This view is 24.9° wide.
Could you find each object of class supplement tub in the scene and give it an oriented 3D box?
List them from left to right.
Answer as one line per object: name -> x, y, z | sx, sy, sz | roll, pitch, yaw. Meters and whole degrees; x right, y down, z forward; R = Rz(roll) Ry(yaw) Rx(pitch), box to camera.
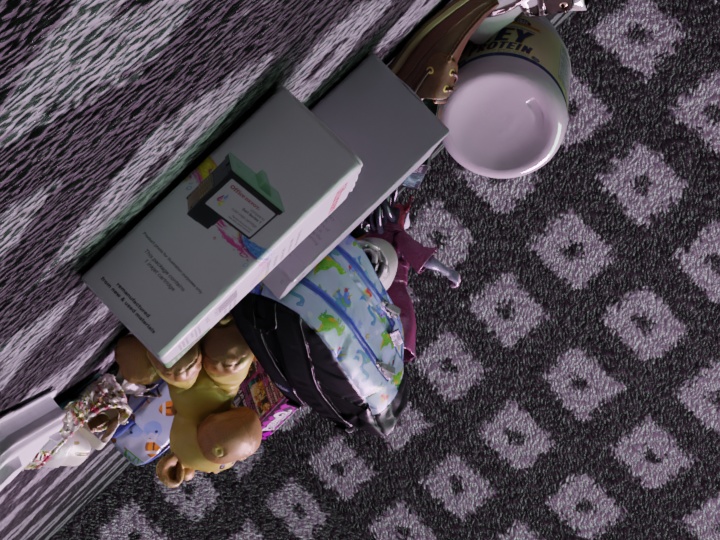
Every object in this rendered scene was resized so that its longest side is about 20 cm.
supplement tub -> 0.165, -0.208, 1.847 | 0.145, 0.145, 0.200 | -45, -165, 28

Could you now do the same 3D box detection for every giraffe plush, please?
giraffe plush -> -0.160, 0.134, 1.665 | 0.172, 0.163, 0.200 | -10, -175, -20

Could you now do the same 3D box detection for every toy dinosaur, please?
toy dinosaur -> -0.256, 0.120, 1.837 | 0.200, 0.048, 0.088 | -45, 164, 35

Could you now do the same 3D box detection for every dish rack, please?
dish rack -> -0.340, 0.189, 1.459 | 0.172, 0.044, 0.200 | -46, 179, 9

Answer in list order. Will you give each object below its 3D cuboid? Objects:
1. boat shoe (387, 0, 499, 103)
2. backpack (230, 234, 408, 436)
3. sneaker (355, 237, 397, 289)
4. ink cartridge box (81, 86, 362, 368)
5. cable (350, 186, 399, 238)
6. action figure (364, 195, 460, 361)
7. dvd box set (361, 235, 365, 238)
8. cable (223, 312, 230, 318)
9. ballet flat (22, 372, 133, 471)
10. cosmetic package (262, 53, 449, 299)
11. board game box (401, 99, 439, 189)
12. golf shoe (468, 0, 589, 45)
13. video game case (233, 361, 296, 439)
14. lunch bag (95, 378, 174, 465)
boat shoe -> 0.064, -0.191, 1.567 | 0.200, 0.068, 0.072 | -45, 179, 8
backpack -> -0.043, 0.046, 1.509 | 0.154, 0.163, 0.200 | -60, 143, -8
sneaker -> 0.000, 0.000, 1.688 | 0.081, 0.075, 0.200 | -32, 178, 27
ink cartridge box -> -0.100, -0.028, 1.198 | 0.200, 0.084, 0.145 | -44, 179, -8
cable -> 0.023, -0.118, 1.710 | 0.200, 0.051, 0.164 | 144, -36, -76
action figure -> 0.021, 0.008, 1.835 | 0.149, 0.201, 0.134 | 9, 172, -37
dvd box set -> -0.023, -0.057, 1.934 | 0.146, 0.029, 0.200 | -36, -150, 58
cable -> -0.089, -0.037, 1.637 | 0.200, 0.069, 0.200 | -45, 180, 12
ballet flat -> -0.290, 0.161, 1.658 | 0.076, 0.064, 0.200 | -45, 178, 29
cosmetic package -> -0.029, -0.082, 1.410 | 0.200, 0.102, 0.074 | -43, 179, -19
board game box -> 0.066, -0.166, 1.749 | 0.200, 0.028, 0.136 | 106, -6, -85
golf shoe -> 0.189, -0.293, 1.727 | 0.200, 0.095, 0.078 | -44, 180, 35
video game case -> -0.095, 0.054, 1.783 | 0.036, 0.200, 0.181 | 6, 141, -40
lunch bag -> -0.239, 0.143, 1.985 | 0.200, 0.076, 0.160 | -43, -161, -6
